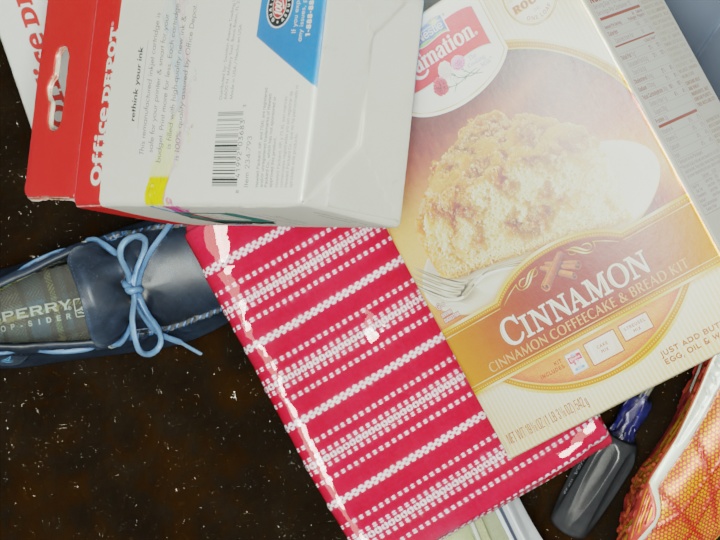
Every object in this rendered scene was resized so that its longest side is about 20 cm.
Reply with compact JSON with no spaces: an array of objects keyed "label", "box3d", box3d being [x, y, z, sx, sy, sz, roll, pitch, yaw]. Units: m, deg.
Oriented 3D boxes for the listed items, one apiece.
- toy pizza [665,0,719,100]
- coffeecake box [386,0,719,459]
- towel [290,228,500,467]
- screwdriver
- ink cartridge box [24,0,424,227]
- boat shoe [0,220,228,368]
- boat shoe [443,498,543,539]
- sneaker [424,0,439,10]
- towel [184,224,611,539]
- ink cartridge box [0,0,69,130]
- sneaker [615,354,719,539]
[{"label":"toy pizza","box3d":[0.184,-0.150,1.122,0.200,0.200,0.032,-30,45,14]},{"label":"coffeecake box","box3d":[0.093,-0.039,1.070,0.153,0.073,0.201,-31,85,37]},{"label":"towel","box3d":[0.081,-0.016,1.176,0.200,0.022,0.147,-43,88,-11]},{"label":"screwdriver","box3d":[0.156,0.052,1.206,0.028,0.029,0.200,31,97,10]},{"label":"ink cartridge box","box3d":[-0.068,-0.082,1.087,0.200,0.067,0.117,3,84,45]},{"label":"boat shoe","box3d":[-0.137,0.020,1.251,0.199,0.069,0.084,-21,89,14]},{"label":"boat shoe","box3d":[0.045,0.130,1.192,0.072,0.062,0.200,-28,101,42]},{"label":"sneaker","box3d":[0.111,-0.180,1.170,0.200,0.073,0.071,-46,73,12]},{"label":"towel","box3d":[0.019,0.031,1.144,0.144,0.022,0.201,-28,86,-7]},{"label":"ink cartridge box","box3d":[-0.088,-0.154,1.193,0.199,0.084,0.145,-8,118,14]},{"label":"sneaker","box3d":[0.184,0.104,1.179,0.077,0.073,0.201,27,103,0]}]
